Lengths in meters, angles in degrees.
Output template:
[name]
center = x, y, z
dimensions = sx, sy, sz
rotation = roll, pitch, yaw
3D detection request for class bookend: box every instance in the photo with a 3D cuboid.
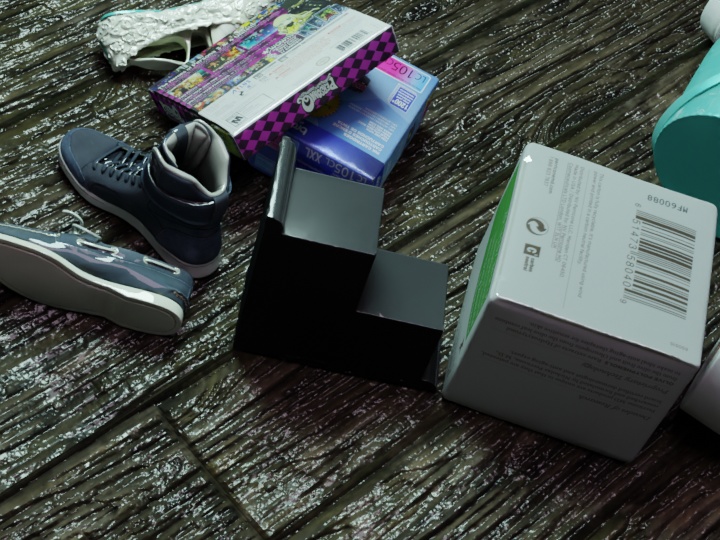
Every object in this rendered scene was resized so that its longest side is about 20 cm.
[bookend]
center = 0.000, 0.000, 1.306
dimensions = 0.196, 0.201, 0.093
rotation = 12, 52, -5

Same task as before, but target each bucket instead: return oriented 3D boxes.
[bucket]
center = 0.412, -0.135, 1.525
dimensions = 0.206, 0.208, 0.135
rotation = 35, 61, 12

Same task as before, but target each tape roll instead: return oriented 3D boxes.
[tape roll]
center = 0.381, 0.063, 1.364
dimensions = 0.070, 0.203, 0.203
rotation = 33, 52, 12

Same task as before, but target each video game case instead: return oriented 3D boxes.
[video game case]
center = -0.088, -0.200, 1.452
dimensions = 0.199, 0.036, 0.181
rotation = -38, 38, -19

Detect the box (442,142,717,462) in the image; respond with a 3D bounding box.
[box]
center = 0.204, 0.030, 1.359
dimensions = 0.198, 0.172, 0.200
rotation = 18, 51, -1

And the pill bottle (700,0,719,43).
[pill bottle]
center = 0.486, -0.243, 1.677
dimensions = 0.113, 0.114, 0.201
rotation = -19, 61, -27

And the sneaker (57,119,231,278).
[sneaker]
center = -0.200, -0.103, 1.363
dimensions = 0.202, 0.147, 0.077
rotation = 37, 55, 15

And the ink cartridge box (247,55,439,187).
[ink cartridge box]
center = -0.023, -0.142, 1.487
dimensions = 0.135, 0.077, 0.201
rotation = 27, 53, 6

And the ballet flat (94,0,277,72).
[ballet flat]
center = -0.178, -0.245, 1.531
dimensions = 0.198, 0.072, 0.072
rotation = -13, 58, -17

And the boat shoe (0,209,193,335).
[boat shoe]
center = -0.247, -0.004, 1.320
dimensions = 0.198, 0.075, 0.062
rotation = 17, 53, -4
